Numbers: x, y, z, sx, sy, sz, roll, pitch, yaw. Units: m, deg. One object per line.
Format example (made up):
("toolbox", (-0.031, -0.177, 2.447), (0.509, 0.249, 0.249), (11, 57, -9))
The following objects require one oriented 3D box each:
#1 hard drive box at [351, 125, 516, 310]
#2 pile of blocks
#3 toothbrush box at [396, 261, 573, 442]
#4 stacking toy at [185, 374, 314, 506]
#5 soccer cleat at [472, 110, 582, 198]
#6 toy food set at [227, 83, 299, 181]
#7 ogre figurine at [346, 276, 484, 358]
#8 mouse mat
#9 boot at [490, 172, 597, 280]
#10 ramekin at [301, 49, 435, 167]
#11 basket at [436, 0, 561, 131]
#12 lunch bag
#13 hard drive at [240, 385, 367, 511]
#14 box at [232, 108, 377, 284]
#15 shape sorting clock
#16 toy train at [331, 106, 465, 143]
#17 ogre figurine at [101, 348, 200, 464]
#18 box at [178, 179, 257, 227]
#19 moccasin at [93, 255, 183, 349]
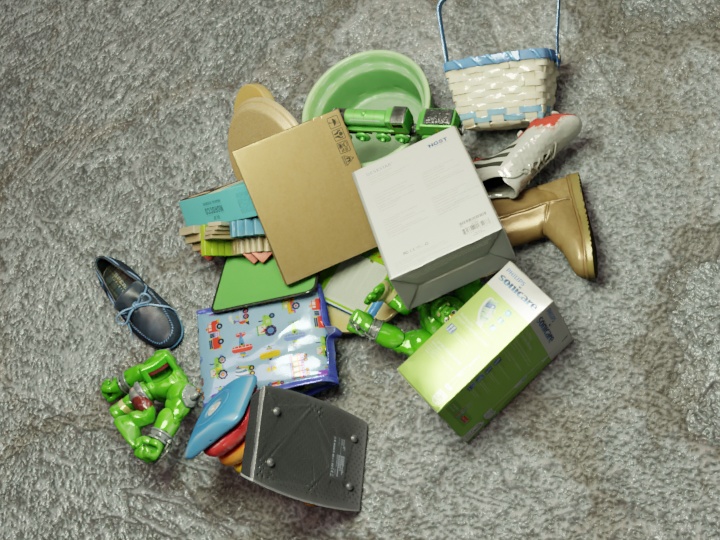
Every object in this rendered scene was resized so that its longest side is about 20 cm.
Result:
("hard drive box", (0.093, -0.071, 1.389), (0.156, 0.077, 0.200), (-24, 50, 7))
("pile of blocks", (-0.175, -0.039, 1.557), (0.200, 0.082, 0.062), (-5, 86, 28))
("toothbrush box", (0.163, 0.108, 1.371), (0.200, 0.146, 0.086), (-43, 59, 0))
("stacking toy", (-0.122, 0.244, 1.421), (0.116, 0.200, 0.110), (-40, 16, 27))
("soccer cleat", (0.219, -0.145, 1.467), (0.200, 0.069, 0.085), (-27, 48, 8))
("toy food set", (-0.129, -0.166, 1.594), (0.200, 0.198, 0.049), (33, 44, 31))
("ogre figurine", (0.090, 0.038, 1.442), (0.120, 0.098, 0.200), (43, 63, 5))
("mouse mat", (-0.130, -0.014, 1.567), (0.161, 0.008, 0.200), (-12, 34, 14))
("boot", (0.216, -0.041, 1.468), (0.200, 0.066, 0.175), (-14, 51, 14))
("ramekin", (0.022, -0.219, 1.600), (0.200, 0.098, 0.200), (-8, 64, 18))
("basket", (0.199, -0.302, 1.531), (0.176, 0.139, 0.200), (-1, 98, 20))
("lunch bag", (-0.121, 0.108, 1.501), (0.200, 0.094, 0.151), (-19, 61, 20))
("hard drive", (-0.072, 0.234, 1.384), (0.042, 0.200, 0.135), (-13, 62, 39))
("box", (-0.068, -0.103, 1.487), (0.163, 0.021, 0.200), (-23, 97, -9))
("shape sorting clock", (0.000, 0.000, 1.544), (0.200, 0.039, 0.200), (-10, 61, 18))
("toy train", (0.047, -0.205, 1.493), (0.200, 0.056, 0.042), (5, 70, 23))
("ogre figurine", (-0.297, 0.184, 1.531), (0.120, 0.098, 0.200), (-42, 17, -5))
("box", (-0.181, -0.105, 1.585), (0.200, 0.082, 0.049), (-7, 105, 50))
("moccasin", (-0.353, 0.051, 1.643), (0.200, 0.068, 0.081), (37, 84, 30))
